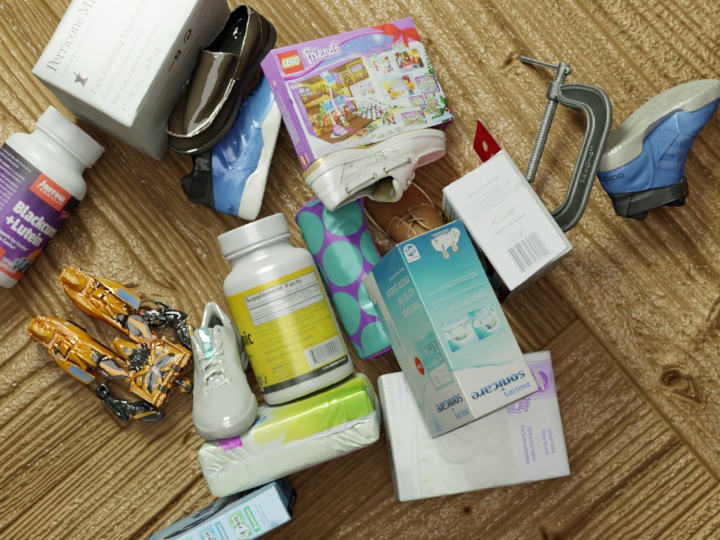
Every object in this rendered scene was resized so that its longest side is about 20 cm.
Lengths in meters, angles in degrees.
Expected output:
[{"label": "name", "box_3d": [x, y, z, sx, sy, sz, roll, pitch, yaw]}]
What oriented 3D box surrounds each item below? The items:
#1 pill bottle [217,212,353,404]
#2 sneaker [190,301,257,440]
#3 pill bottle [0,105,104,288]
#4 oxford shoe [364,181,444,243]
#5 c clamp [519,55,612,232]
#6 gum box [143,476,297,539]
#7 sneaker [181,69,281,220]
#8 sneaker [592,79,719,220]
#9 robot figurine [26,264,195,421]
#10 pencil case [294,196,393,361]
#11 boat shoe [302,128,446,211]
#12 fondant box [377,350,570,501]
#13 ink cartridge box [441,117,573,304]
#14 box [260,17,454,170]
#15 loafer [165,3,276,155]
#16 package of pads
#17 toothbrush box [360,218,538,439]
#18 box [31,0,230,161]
[{"label": "pill bottle", "box_3d": [-0.091, 0.042, 1.586, 0.111, 0.111, 0.201, -20, 91, 0]}, {"label": "sneaker", "box_3d": [-0.163, 0.108, 1.546, 0.075, 0.200, 0.089, -16, 119, 1]}, {"label": "pill bottle", "box_3d": [-0.392, -0.089, 1.627, 0.111, 0.111, 0.200, 37, 87, 6]}, {"label": "oxford shoe", "box_3d": [0.064, -0.055, 1.623, 0.071, 0.071, 0.200, -43, 79, -1]}, {"label": "c clamp", "box_3d": [0.226, -0.145, 1.614, 0.027, 0.170, 0.201, 11, 93, -37]}, {"label": "gum box", "box_3d": [-0.169, 0.291, 1.541, 0.199, 0.170, 0.045, -29, 90, 0]}, {"label": "sneaker", "box_3d": [-0.152, -0.169, 1.634, 0.110, 0.077, 0.201, 14, 91, -6]}, {"label": "sneaker", "box_3d": [0.359, -0.136, 1.622, 0.200, 0.077, 0.112, -36, 112, -25]}, {"label": "robot figurine", "box_3d": [-0.283, 0.087, 1.627, 0.199, 0.058, 0.146, 31, 87, 6]}, {"label": "pencil case", "box_3d": [0.000, 0.000, 1.612, 0.092, 0.085, 0.201, -29, 83, 15]}, {"label": "boat shoe", "box_3d": [0.027, -0.108, 1.588, 0.199, 0.071, 0.070, -20, 75, -34]}, {"label": "fondant box", "box_3d": [0.128, 0.177, 1.589, 0.198, 0.058, 0.145, -8, 83, -6]}, {"label": "ink cartridge box", "box_3d": [0.147, -0.063, 1.554, 0.084, 0.200, 0.176, -33, 83, -1]}, {"label": "box", "box_3d": [-0.002, -0.208, 1.615, 0.199, 0.039, 0.138, -18, 82, -29]}, {"label": "loafer", "box_3d": [-0.169, -0.223, 1.580, 0.073, 0.071, 0.201, 14, 66, 28]}, {"label": "package of pads", "box_3d": [-0.074, 0.182, 1.560, 0.199, 0.155, 0.069, -19, 93, 2]}, {"label": "toothbrush box", "box_3d": [0.093, 0.066, 1.496, 0.085, 0.146, 0.201, -23, 84, -20]}, {"label": "box", "box_3d": [-0.254, -0.257, 1.596, 0.130, 0.200, 0.200, 27, 85, 5]}]
